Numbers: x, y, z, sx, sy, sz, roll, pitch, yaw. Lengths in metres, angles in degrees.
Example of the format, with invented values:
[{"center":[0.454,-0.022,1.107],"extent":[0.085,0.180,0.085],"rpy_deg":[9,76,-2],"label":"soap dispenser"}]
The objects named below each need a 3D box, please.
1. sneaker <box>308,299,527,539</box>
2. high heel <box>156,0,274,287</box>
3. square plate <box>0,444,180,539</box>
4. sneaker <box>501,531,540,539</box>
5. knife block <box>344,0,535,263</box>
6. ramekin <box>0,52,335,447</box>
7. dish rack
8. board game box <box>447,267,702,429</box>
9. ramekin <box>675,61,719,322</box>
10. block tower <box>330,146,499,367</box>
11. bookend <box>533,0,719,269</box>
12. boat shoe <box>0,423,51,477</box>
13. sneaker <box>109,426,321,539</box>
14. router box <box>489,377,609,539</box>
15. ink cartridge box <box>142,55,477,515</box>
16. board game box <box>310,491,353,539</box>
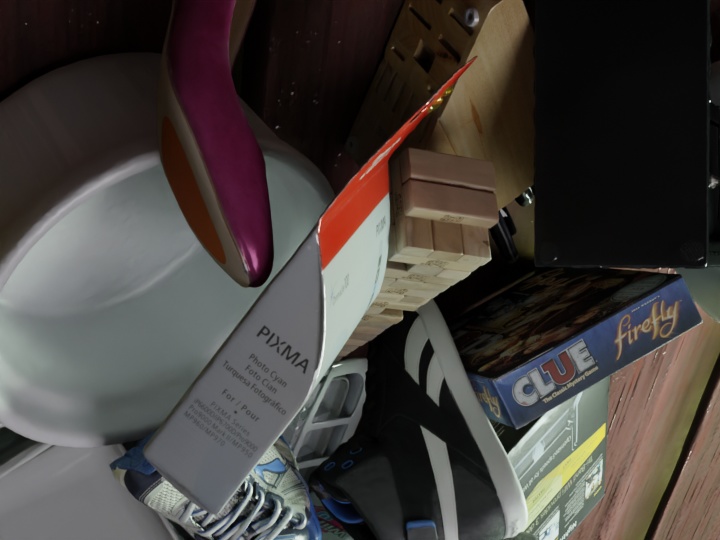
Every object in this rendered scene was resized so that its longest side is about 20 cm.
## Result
[{"center":[0.011,0.086,0.897],"extent":[0.112,0.200,0.073],"rpy_deg":[-19,148,-14],"label":"sneaker"},{"center":[-0.049,-0.091,0.651],"extent":[0.096,0.200,0.067],"rpy_deg":[-15,156,-19],"label":"high heel"},{"center":[-0.175,0.201,0.877],"extent":[0.200,0.028,0.198],"rpy_deg":[-25,105,19],"label":"square plate"},{"center":[0.050,0.255,0.947],"extent":[0.200,0.074,0.082],"rpy_deg":[-33,128,-3],"label":"sneaker"},{"center":[0.088,-0.094,0.874],"extent":[0.175,0.064,0.200],"rpy_deg":[-6,134,-37],"label":"knife block"},{"center":[-0.118,-0.014,0.755],"extent":[0.200,0.098,0.201],"rpy_deg":[-24,143,-19],"label":"ramekin"},{"center":[-0.089,0.127,0.949],"extent":[0.200,0.044,0.172],"rpy_deg":[-9,129,-49],"label":"dish rack"},{"center":[0.115,0.044,0.963],"extent":[0.135,0.200,0.035],"rpy_deg":[-29,99,-13],"label":"board game box"},{"center":[0.281,-0.052,0.966],"extent":[0.097,0.201,0.201],"rpy_deg":[-7,135,-25],"label":"ramekin"},{"center":[0.000,0.000,0.835],"extent":[0.058,0.054,0.200],"rpy_deg":[8,154,-27],"label":"block tower"},{"center":[0.167,-0.099,0.848],"extent":[0.200,0.092,0.199],"rpy_deg":[2,88,-69],"label":"bookend"},{"center":[-0.247,0.108,0.807],"extent":[0.200,0.067,0.074],"rpy_deg":[-36,144,-2],"label":"boat shoe"},{"center":[-0.065,0.125,0.817],"extent":[0.077,0.085,0.200],"rpy_deg":[-37,159,7],"label":"sneaker"},{"center":[0.104,0.154,1.044],"extent":[0.200,0.052,0.158],"rpy_deg":[-40,140,-37],"label":"router box"},{"center":[-0.005,0.000,0.672],"extent":[0.200,0.047,0.160],"rpy_deg":[-50,-179,19],"label":"ink cartridge box"},{"center":[-0.035,0.227,0.988],"extent":[0.200,0.064,0.148],"rpy_deg":[-12,118,-56],"label":"board game box"}]
